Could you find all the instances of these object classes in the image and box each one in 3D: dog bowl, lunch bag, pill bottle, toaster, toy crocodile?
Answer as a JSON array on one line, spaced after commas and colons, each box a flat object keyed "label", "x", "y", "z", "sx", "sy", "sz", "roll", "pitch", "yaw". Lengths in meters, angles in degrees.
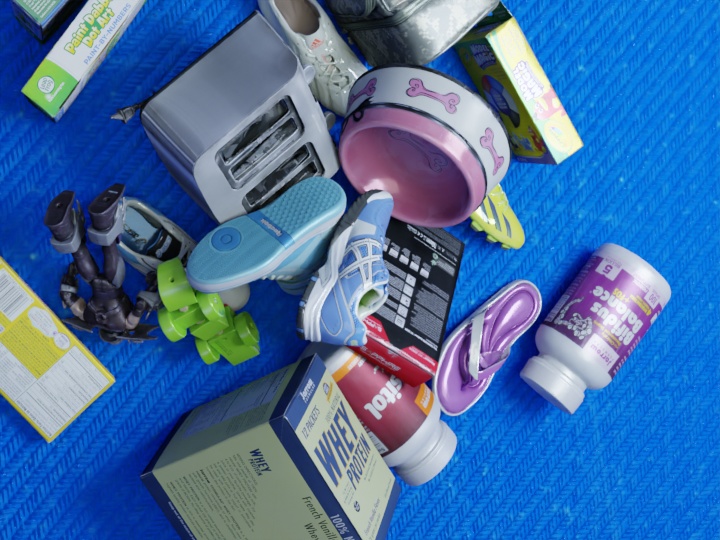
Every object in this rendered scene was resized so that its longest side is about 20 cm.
[{"label": "dog bowl", "x": 0.063, "y": -0.128, "z": 1.203, "sx": 0.199, "sy": 0.199, "sz": 0.074, "roll": 38, "pitch": 60, "yaw": -17}, {"label": "lunch bag", "x": 0.034, "y": -0.326, "z": 1.201, "sx": 0.139, "sy": 0.200, "sz": 0.169, "roll": -39, "pitch": 111, "yaw": -8}, {"label": "pill bottle", "x": 0.022, "y": 0.157, "z": 1.297, "sx": 0.113, "sy": 0.113, "sz": 0.200, "roll": -45, "pitch": 107, "yaw": -7}, {"label": "pill bottle", "x": 0.290, "y": 0.076, "z": 1.369, "sx": 0.112, "sy": 0.112, "sz": 0.201, "roll": 39, "pitch": 84, "yaw": -17}, {"label": "toaster", "x": -0.130, "y": -0.145, "z": 1.175, "sx": 0.199, "sy": 0.119, "sz": 0.181, "roll": -41, "pitch": 148, "yaw": -9}, {"label": "toy crocodile", "x": -0.169, "y": 0.053, "z": 1.212, "sx": 0.067, "sy": 0.062, "sz": 0.200, "roll": -26, "pitch": 147, "yaw": 11}]

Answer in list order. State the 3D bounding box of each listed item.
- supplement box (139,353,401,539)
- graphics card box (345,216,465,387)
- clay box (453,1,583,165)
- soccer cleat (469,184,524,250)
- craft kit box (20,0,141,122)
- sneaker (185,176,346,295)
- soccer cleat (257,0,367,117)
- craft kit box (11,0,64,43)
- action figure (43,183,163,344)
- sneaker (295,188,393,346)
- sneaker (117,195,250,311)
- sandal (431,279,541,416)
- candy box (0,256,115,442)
[{"label": "supplement box", "x": -0.095, "y": 0.238, "z": 1.214, "sx": 0.198, "sy": 0.135, "sz": 0.202, "roll": -25, "pitch": 106, "yaw": 23}, {"label": "graphics card box", "x": 0.046, "y": 0.020, "z": 1.266, "sx": 0.124, "sy": 0.051, "sz": 0.202, "roll": 31, "pitch": 51, "yaw": -18}, {"label": "clay box", "x": 0.179, "y": -0.223, "z": 1.299, "sx": 0.047, "sy": 0.115, "sz": 0.201, "roll": -36, "pitch": 104, "yaw": -9}, {"label": "soccer cleat", "x": 0.141, "y": -0.107, "z": 1.323, "sx": 0.084, "sy": 0.065, "sz": 0.200, "roll": -43, "pitch": 104, "yaw": 9}, {"label": "craft kit box", "x": -0.269, "y": -0.243, "z": 1.115, "sx": 0.048, "sy": 0.200, "sz": 0.198, "roll": 39, "pitch": 84, "yaw": -16}, {"label": "sneaker", "x": -0.096, "y": -0.004, "z": 1.188, "sx": 0.198, "sy": 0.080, "sz": 0.132, "roll": -30, "pitch": 147, "yaw": -24}, {"label": "soccer cleat", "x": -0.046, "y": -0.251, "z": 1.246, "sx": 0.069, "sy": 0.077, "sz": 0.201, "roll": -42, "pitch": 106, "yaw": -8}, {"label": "craft kit box", "x": -0.270, "y": -0.324, "z": 1.100, "sx": 0.048, "sy": 0.197, "sz": 0.201, "roll": 42, "pitch": 84, "yaw": -13}, {"label": "action figure", "x": -0.276, "y": 0.006, "z": 1.181, "sx": 0.128, "sy": 0.070, "sz": 0.202, "roll": 3, "pitch": 130, "yaw": 7}, {"label": "sneaker", "x": 0.000, "y": 0.000, "z": 1.176, "sx": 0.076, "sy": 0.076, "sz": 0.202, "roll": 17, "pitch": 61, "yaw": 13}, {"label": "sneaker", "x": -0.209, "y": -0.012, "z": 1.228, "sx": 0.199, "sy": 0.072, "sz": 0.072, "roll": 35, "pitch": 84, "yaw": -19}, {"label": "sandal", "x": 0.158, "y": 0.089, "z": 1.349, "sx": 0.082, "sy": 0.050, "sz": 0.204, "roll": 43, "pitch": 72, "yaw": -16}, {"label": "candy box", "x": -0.376, "y": 0.084, "z": 1.211, "sx": 0.102, "sy": 0.026, "sz": 0.201, "roll": -41, "pitch": 106, "yaw": -5}]
